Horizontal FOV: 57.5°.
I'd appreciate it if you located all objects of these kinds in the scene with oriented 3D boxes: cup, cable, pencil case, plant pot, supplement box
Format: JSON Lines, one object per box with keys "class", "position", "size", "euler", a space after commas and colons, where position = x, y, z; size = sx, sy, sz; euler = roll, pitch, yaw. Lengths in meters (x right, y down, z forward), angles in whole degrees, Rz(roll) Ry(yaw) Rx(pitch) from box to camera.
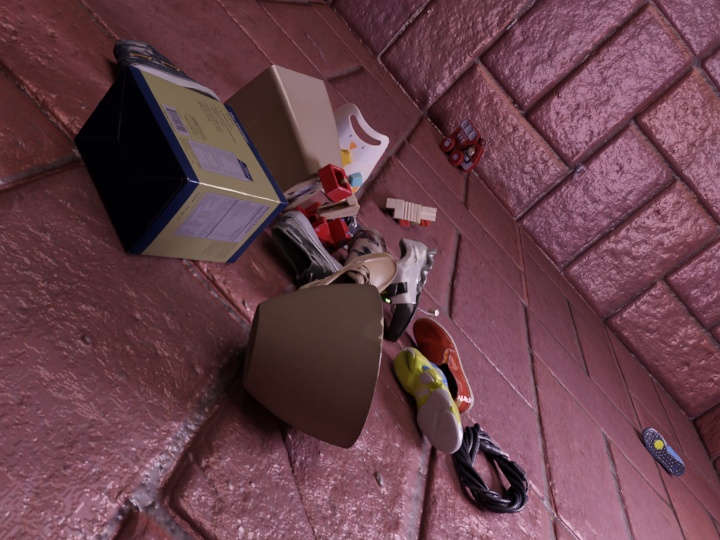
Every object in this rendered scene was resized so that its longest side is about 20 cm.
{"class": "cup", "position": [-0.067, 0.104, 0.811], "size": [0.140, 0.204, 0.202], "euler": [12, 33, -13]}
{"class": "cable", "position": [0.228, 0.343, 1.143], "size": [0.198, 0.051, 0.165], "euler": [6, 48, -59]}
{"class": "pencil case", "position": [0.000, 0.000, 1.208], "size": [0.076, 0.091, 0.201], "euler": [18, 29, -1]}
{"class": "plant pot", "position": [-0.143, -0.214, 1.162], "size": [0.180, 0.197, 0.199], "euler": [63, 23, 4]}
{"class": "supplement box", "position": [-0.240, -0.135, 0.896], "size": [0.198, 0.134, 0.202], "euler": [7, 46, -59]}

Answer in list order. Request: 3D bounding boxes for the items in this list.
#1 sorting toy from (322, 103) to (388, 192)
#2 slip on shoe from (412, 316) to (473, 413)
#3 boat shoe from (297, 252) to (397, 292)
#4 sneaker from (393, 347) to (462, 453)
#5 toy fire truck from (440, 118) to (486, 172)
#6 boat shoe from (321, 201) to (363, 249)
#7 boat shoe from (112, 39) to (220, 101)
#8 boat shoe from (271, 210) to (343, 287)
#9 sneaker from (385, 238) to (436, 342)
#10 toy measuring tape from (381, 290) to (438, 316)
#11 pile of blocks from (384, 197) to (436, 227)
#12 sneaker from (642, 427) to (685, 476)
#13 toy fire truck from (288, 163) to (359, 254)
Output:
{"class": "sorting toy", "position": [-0.036, -0.262, 1.433], "size": [0.199, 0.180, 0.108], "euler": [39, 23, -22]}
{"class": "slip on shoe", "position": [0.150, 0.174, 1.243], "size": [0.061, 0.074, 0.203], "euler": [14, 45, -50]}
{"class": "boat shoe", "position": [-0.011, 0.023, 1.047], "size": [0.197, 0.064, 0.074], "euler": [-22, 96, -31]}
{"class": "sneaker", "position": [0.135, 0.221, 1.128], "size": [0.104, 0.076, 0.203], "euler": [24, 33, -48]}
{"class": "toy fire truck", "position": [0.453, -0.534, 2.829], "size": [0.111, 0.168, 0.203], "euler": [17, 38, -51]}
{"class": "boat shoe", "position": [-0.030, -0.091, 1.327], "size": [0.198, 0.063, 0.074], "euler": [14, 40, -56]}
{"class": "boat shoe", "position": [-0.325, -0.327, 1.123], "size": [0.198, 0.070, 0.092], "euler": [13, 46, -53]}
{"class": "boat shoe", "position": [-0.083, -0.001, 1.091], "size": [0.202, 0.072, 0.071], "euler": [53, 46, -2]}
{"class": "sneaker", "position": [0.072, 0.034, 1.241], "size": [0.087, 0.074, 0.204], "euler": [24, 68, -9]}
{"class": "toy measuring tape", "position": [0.101, 0.043, 1.340], "size": [0.198, 0.074, 0.075], "euler": [18, 36, -44]}
{"class": "pile of blocks", "position": [0.121, -0.145, 1.734], "size": [0.197, 0.081, 0.064], "euler": [7, 88, -47]}
{"class": "sneaker", "position": [1.025, 0.612, 2.242], "size": [0.201, 0.066, 0.078], "euler": [49, 10, -4]}
{"class": "toy fire truck", "position": [-0.052, -0.100, 1.157], "size": [0.199, 0.139, 0.050], "euler": [29, 35, -61]}
